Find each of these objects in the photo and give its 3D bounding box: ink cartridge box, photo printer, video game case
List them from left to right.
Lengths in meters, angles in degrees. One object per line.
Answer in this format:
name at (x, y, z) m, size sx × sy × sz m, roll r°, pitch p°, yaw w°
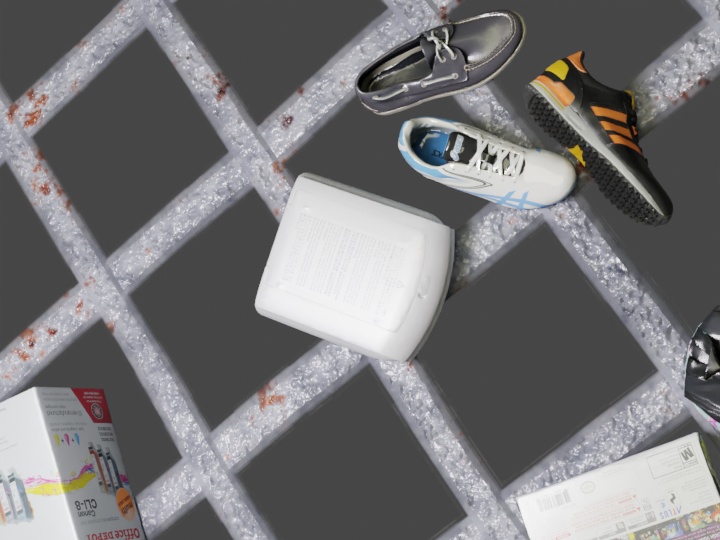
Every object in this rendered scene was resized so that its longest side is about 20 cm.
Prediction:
ink cartridge box at (-0.358, 0.252, 1.512) m, size 0.143 × 0.145 × 0.202 m, roll -23°, pitch 76°, yaw 18°
photo printer at (0.000, 0.000, 1.438) m, size 0.198 × 0.069 × 0.168 m, roll 19°, pitch 91°, yaw 22°
video game case at (0.274, 0.278, 1.312) m, size 0.198 × 0.036 × 0.183 m, roll -24°, pitch 75°, yaw 18°

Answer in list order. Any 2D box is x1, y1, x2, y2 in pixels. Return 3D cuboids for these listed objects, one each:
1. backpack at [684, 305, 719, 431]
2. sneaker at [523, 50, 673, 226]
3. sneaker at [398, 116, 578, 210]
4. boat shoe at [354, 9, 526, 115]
backpack at (0.398, 0.114, 1.234) m, size 0.198 × 0.127 × 0.168 m, roll 20°, pitch 80°, yaw 24°
sneaker at (0.260, -0.139, 1.350) m, size 0.090 × 0.070 × 0.200 m, roll -41°, pitch 79°, yaw -11°
sneaker at (0.130, -0.113, 1.398) m, size 0.198 × 0.072 × 0.073 m, roll 17°, pitch 88°, yaw 22°
boat shoe at (0.084, -0.226, 1.434) m, size 0.198 × 0.063 × 0.073 m, roll -23°, pitch 76°, yaw 18°
